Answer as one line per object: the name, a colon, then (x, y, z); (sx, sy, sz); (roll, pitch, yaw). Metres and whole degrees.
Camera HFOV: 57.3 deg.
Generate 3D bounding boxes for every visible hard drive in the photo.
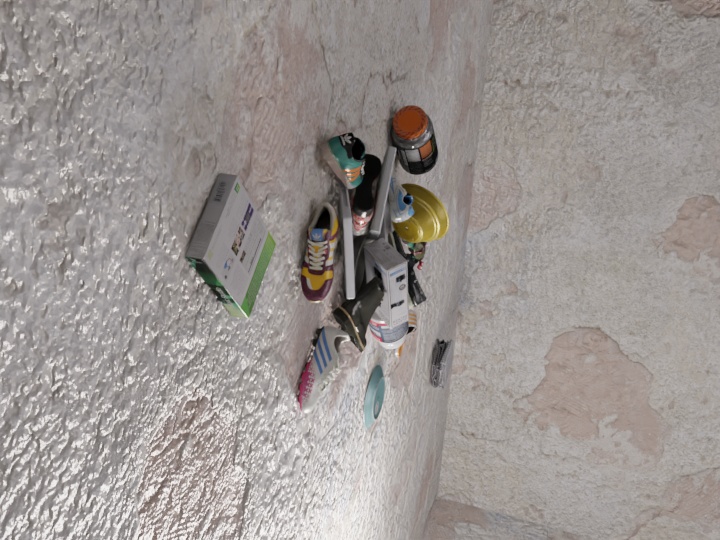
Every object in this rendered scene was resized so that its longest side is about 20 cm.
hard drive: (0.052, -0.185, 1.600); (0.132, 0.026, 0.205); (118, -17, -84)

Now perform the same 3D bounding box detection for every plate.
plate: (0.050, 0.405, 2.105); (0.200, 0.025, 0.205); (9, 90, -75)
plate: (0.064, -0.105, 1.797); (0.201, 0.031, 0.204); (74, 13, -58)

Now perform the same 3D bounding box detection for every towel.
towel: (0.384, 0.444, 3.157); (0.202, 0.084, 0.167); (83, 24, -47)

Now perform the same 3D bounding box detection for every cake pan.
cake pan: (0.000, 0.000, 1.701); (0.200, 0.036, 0.205); (10, 90, -73)

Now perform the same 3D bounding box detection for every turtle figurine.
turtle figurine: (0.165, -0.085, 2.123); (0.202, 0.098, 0.152); (69, 34, -50)

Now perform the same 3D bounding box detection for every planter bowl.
planter bowl: (0.151, -0.143, 1.899); (0.084, 0.197, 0.203); (-48, 147, -33)

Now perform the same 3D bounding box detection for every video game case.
video game case: (-0.032, -0.072, 1.467); (0.184, 0.021, 0.204); (-98, -175, -57)

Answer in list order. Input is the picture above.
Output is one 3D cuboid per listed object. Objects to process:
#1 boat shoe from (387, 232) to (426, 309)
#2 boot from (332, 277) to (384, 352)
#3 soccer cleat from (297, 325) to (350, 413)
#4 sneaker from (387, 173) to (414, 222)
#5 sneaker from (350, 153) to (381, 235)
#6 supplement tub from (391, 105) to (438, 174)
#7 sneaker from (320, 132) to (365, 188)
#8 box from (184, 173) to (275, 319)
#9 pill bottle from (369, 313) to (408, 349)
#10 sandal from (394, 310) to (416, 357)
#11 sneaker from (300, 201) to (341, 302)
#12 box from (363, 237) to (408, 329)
boat shoe: (0.123, -0.006, 1.695); (0.075, 0.065, 0.204); (136, -63, -82)
boot: (0.017, 0.116, 1.651); (0.138, 0.077, 0.201); (-43, 153, -12)
soccer cleat: (-0.079, 0.221, 1.467); (0.070, 0.084, 0.204); (62, 41, -64)
sneaker: (0.108, -0.204, 1.824); (0.202, 0.071, 0.073); (-99, 173, -49)
sneaker: (0.004, -0.180, 1.591); (0.109, 0.066, 0.205); (108, -8, -50)
supplement tub: (0.154, -0.372, 1.880); (0.201, 0.120, 0.125); (61, 41, -65)
sneaker: (-0.017, -0.235, 1.413); (0.073, 0.079, 0.200); (68, 11, 15)
box: (-0.196, -0.032, 1.031); (0.201, 0.036, 0.147); (68, 35, -58)
pill bottle: (0.079, 0.142, 1.900); (0.201, 0.117, 0.122); (74, 30, -55)
sandal: (0.171, 0.212, 2.352); (0.079, 0.058, 0.211); (52, 49, -68)
sneaker: (-0.086, -0.039, 1.338); (0.090, 0.073, 0.204); (69, 26, -64)
box: (0.067, 0.034, 1.664); (0.059, 0.117, 0.203); (-25, 136, -20)
